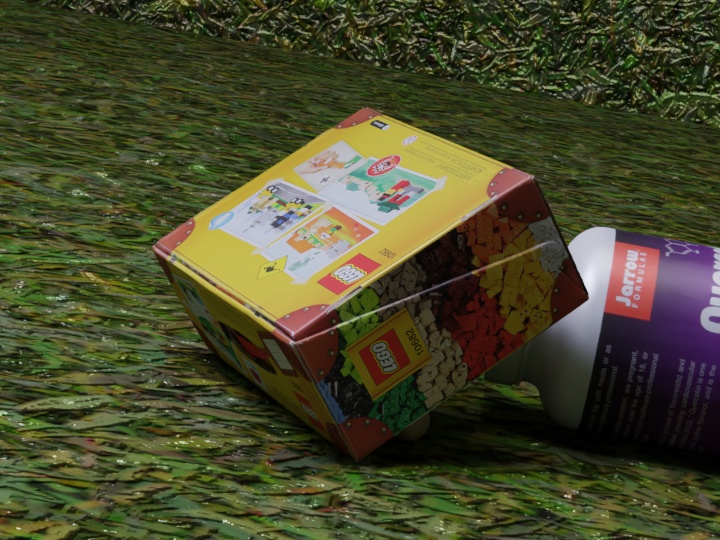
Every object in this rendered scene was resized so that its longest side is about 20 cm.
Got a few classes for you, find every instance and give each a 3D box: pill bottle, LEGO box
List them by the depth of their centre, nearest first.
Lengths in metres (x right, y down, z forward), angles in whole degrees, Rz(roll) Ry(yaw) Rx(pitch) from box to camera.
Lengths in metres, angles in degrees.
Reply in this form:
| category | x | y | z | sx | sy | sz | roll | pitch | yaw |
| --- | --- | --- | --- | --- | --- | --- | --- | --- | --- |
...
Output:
| category | x | y | z | sx | sy | sz | roll | pitch | yaw |
| --- | --- | --- | --- | --- | --- | --- | --- | --- | --- |
| LEGO box | 0.000 | 0.000 | 1.119 | 0.149 | 0.077 | 0.200 | -34 | 25 | -13 |
| pill bottle | 0.172 | 0.040 | 1.163 | 0.200 | 0.113 | 0.112 | 11 | 10 | 3 |

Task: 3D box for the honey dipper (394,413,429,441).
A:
| category | x | y | z | sx | sy | sz | roll | pitch | yaw |
| --- | --- | --- | --- | --- | --- | --- | --- | --- | --- |
| honey dipper | -0.002 | 0.049 | 1.165 | 0.038 | 0.038 | 0.200 | 6 | 13 | -19 |
